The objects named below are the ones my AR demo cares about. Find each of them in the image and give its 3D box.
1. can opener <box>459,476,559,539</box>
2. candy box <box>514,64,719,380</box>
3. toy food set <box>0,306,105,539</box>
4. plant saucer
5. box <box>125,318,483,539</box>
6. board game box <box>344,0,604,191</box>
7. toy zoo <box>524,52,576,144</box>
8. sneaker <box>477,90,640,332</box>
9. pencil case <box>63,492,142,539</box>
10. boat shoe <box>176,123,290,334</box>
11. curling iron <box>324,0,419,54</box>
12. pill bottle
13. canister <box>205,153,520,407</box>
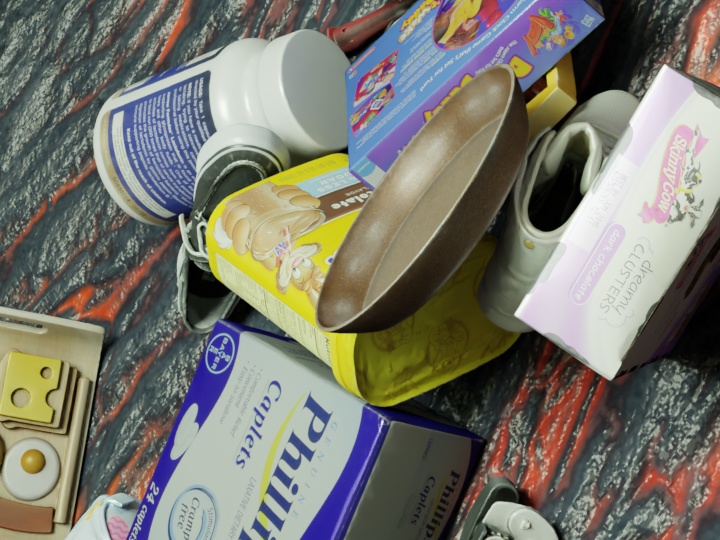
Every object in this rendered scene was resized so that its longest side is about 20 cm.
[{"bbox_3d":[0.064,0.235,1.391,0.201,0.052,0.066,-61,11,7],"label":"can opener"},{"bbox_3d":[0.182,-0.029,1.250,0.071,0.200,0.168,33,100,14],"label":"candy box"},{"bbox_3d":[-0.290,0.130,1.685,0.060,0.143,0.201,136,144,-76],"label":"toy food set"},{"bbox_3d":[0.044,-0.037,1.297,0.201,0.034,0.200,-52,13,17],"label":"plant saucer"},{"bbox_3d":[-0.043,0.157,1.472,0.200,0.105,0.185,26,95,45],"label":"box"},{"bbox_3d":[0.073,-0.154,1.440,0.200,0.045,0.135,-41,28,25],"label":"board game box"},{"bbox_3d":[0.091,-0.120,1.445,0.131,0.020,0.201,-40,29,27],"label":"toy zoo"},{"bbox_3d":[0.144,-0.064,1.319,0.073,0.116,0.200,26,56,8],"label":"sneaker"},{"bbox_3d":[-0.228,0.257,1.627,0.200,0.083,0.091,-40,62,26],"label":"pencil case"},{"bbox_3d":[-0.102,-0.026,1.562,0.200,0.073,0.068,121,158,-48],"label":"boat shoe"},{"bbox_3d":[-0.015,-0.174,1.607,0.199,0.026,0.050,-16,31,44],"label":"curling iron"},{"bbox_3d":[-0.101,-0.111,1.612,0.199,0.115,0.116,-17,65,39],"label":"pill bottle"},{"bbox_3d":[0.000,0.000,1.459,0.200,0.148,0.087,34,139,47],"label":"canister"}]
